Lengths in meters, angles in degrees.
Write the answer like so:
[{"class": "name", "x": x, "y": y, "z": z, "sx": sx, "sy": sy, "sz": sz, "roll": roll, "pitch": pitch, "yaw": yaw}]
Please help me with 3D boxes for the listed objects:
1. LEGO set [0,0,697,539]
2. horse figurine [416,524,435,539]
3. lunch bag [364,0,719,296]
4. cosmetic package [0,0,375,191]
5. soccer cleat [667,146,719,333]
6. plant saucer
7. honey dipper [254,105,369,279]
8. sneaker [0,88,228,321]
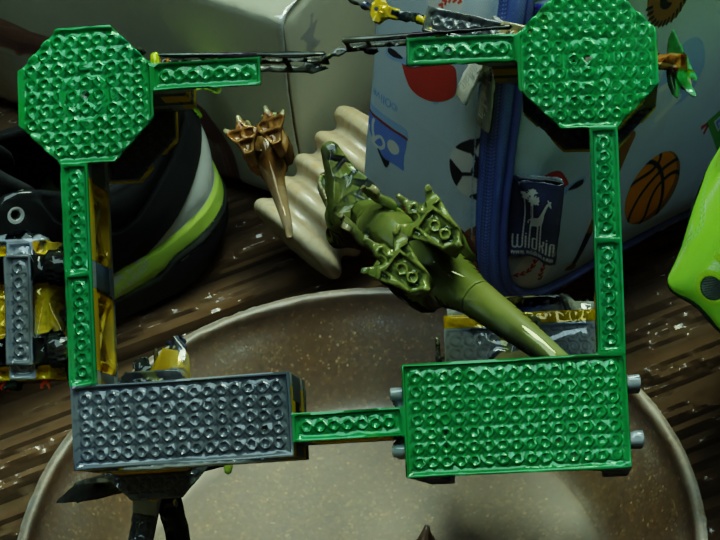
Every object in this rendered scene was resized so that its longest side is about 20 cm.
[{"class": "LEGO set", "x": 0.000, "y": 0.000, "z": 0.687, "sx": 0.199, "sy": 0.116, "sz": 0.155, "roll": -11, "pitch": 83, "yaw": 4}, {"class": "horse figurine", "x": -0.045, "y": 0.147, "z": 0.617, "sx": 0.132, "sy": 0.050, "sz": 0.201, "roll": 16, "pitch": 56, "yaw": 15}, {"class": "lunch bag", "x": 0.084, "y": -0.088, "z": 0.776, "sx": 0.075, "sy": 0.161, "sz": 0.200, "roll": 33, "pitch": 45, "yaw": 31}, {"class": "cosmetic package", "x": -0.081, "y": -0.111, "z": 0.884, "sx": 0.199, "sy": 0.088, "sz": 0.103, "roll": 21, "pitch": 51, "yaw": 26}, {"class": "soccer cleat", "x": 0.135, "y": -0.026, "z": 0.752, "sx": 0.067, "sy": 0.081, "sz": 0.200, "roll": 40, "pitch": 17, "yaw": 12}, {"class": "plant saucer", "x": 0.000, "y": 0.090, "z": 0.720, "sx": 0.199, "sy": 0.037, "sz": 0.201, "roll": -3, "pitch": 47, "yaw": 3}, {"class": "honey dipper", "x": 0.044, "y": -0.082, "z": 0.826, "sx": 0.200, "sy": 0.038, "sz": 0.038, "roll": -48, "pitch": 55, "yaw": -5}, {"class": "sneaker", "x": -0.131, "y": -0.008, "z": 0.796, "sx": 0.200, "sy": 0.083, "sz": 0.072, "roll": -34, "pitch": 51, "yaw": -22}]
